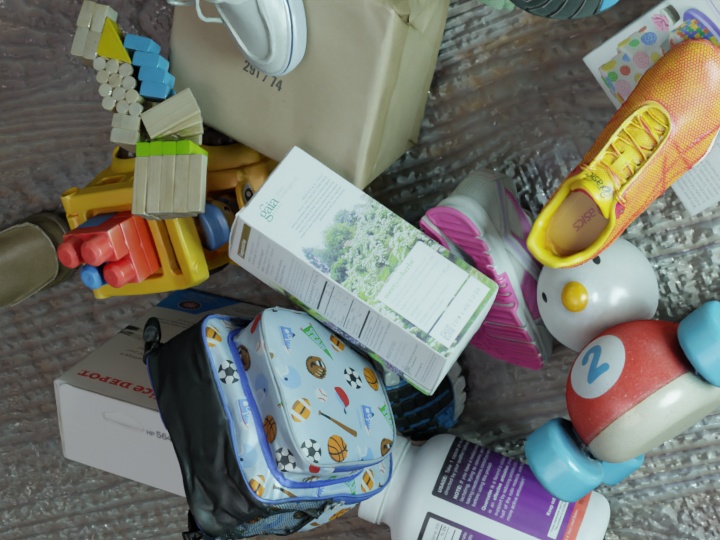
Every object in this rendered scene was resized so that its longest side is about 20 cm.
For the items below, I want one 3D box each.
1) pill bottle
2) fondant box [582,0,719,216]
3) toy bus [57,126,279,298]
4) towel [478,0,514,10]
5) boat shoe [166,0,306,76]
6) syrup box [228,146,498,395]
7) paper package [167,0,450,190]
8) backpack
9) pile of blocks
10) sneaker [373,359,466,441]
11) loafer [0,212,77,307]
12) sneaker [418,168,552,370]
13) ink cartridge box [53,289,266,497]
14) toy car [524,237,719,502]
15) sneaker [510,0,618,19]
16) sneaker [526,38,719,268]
[{"bbox_3d":[0.104,0.209,1.477,0.199,0.113,0.113,21,124,8],"label":"pill bottle"},{"bbox_3d":[0.279,-0.150,1.240,0.200,0.058,0.145,-33,94,38],"label":"fondant box"},{"bbox_3d":[-0.158,-0.042,1.482,0.199,0.192,0.137,-5,109,32],"label":"toy bus"},{"bbox_3d":[0.081,-0.311,1.304,0.152,0.023,0.201,31,128,16],"label":"towel"},{"bbox_3d":[-0.105,-0.223,1.268,0.074,0.086,0.203,2,122,35],"label":"boat shoe"},{"bbox_3d":[0.000,0.000,1.360,0.199,0.079,0.082,34,154,8],"label":"syrup box"},{"bbox_3d":[-0.046,-0.186,1.382,0.199,0.103,0.191,28,132,19],"label":"paper package"},{"bbox_3d":[-0.061,0.120,1.403,0.153,0.190,0.201,-24,71,28],"label":"backpack"},{"bbox_3d":[-0.166,-0.128,1.405,0.082,0.062,0.201,-25,78,9],"label":"pile of blocks"},{"bbox_3d":[0.027,0.058,1.504,0.075,0.087,0.201,-30,119,-5],"label":"sneaker"},{"bbox_3d":[-0.352,0.004,1.702,0.199,0.067,0.076,-24,100,38],"label":"loafer"},{"bbox_3d":[0.120,-0.001,1.402,0.081,0.088,0.201,16,144,34],"label":"sneaker"},{"bbox_3d":[-0.154,0.104,1.546,0.145,0.200,0.085,13,121,26],"label":"ink cartridge box"},{"bbox_3d":[0.188,0.040,1.332,0.184,0.177,0.201,-41,74,24],"label":"toy car"},{"bbox_3d":[0.099,-0.239,1.275,0.199,0.082,0.074,15,114,5],"label":"sneaker"},{"bbox_3d":[0.195,-0.076,1.239,0.073,0.077,0.201,38,113,11],"label":"sneaker"}]
